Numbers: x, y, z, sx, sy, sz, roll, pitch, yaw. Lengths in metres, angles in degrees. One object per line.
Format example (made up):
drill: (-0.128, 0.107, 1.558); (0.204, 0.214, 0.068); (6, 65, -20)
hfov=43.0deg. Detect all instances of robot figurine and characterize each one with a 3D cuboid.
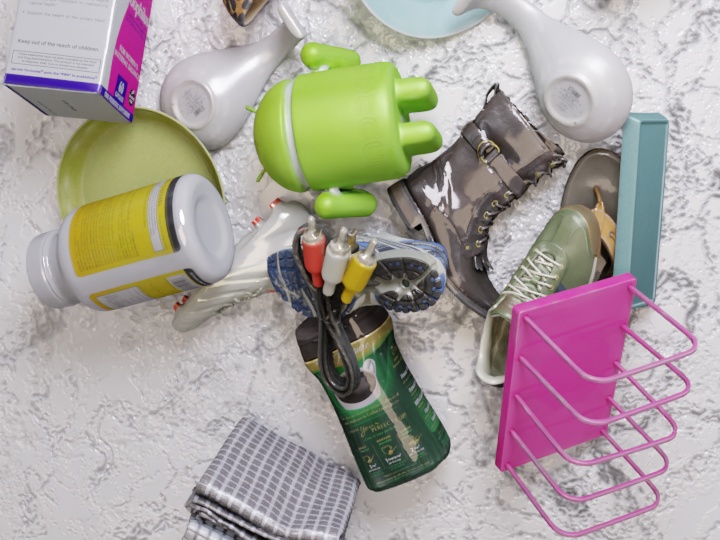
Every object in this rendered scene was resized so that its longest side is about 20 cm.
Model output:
robot figurine: (-0.019, -0.143, 0.920); (0.196, 0.116, 0.179); (-7, 88, 13)

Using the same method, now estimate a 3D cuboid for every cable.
cable: (-0.035, 0.036, 0.884); (0.096, 0.050, 0.203); (22, 122, 20)

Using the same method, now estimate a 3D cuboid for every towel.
towel: (-0.088, 0.243, 0.961); (0.164, 0.200, 0.086); (29, 102, 0)

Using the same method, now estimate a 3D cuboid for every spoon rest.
spoon rest: (0.183, -0.210, 0.897); (0.200, 0.061, 0.099); (45, 138, 3)
spoon rest: (-0.133, -0.205, 0.967); (0.199, 0.061, 0.100); (-32, 94, 25)

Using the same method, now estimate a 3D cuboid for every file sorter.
file sorter: (0.227, 0.133, 0.881); (0.137, 0.126, 0.203); (-13, 125, -20)

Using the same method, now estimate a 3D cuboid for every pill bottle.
pill bottle: (-0.238, -0.022, 0.940); (0.197, 0.112, 0.114); (-13, 98, 17)

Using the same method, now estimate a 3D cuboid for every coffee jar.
coffee jar: (0.012, 0.127, 0.985); (0.103, 0.085, 0.202); (-24, 97, 18)

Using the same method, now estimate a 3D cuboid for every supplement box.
supplement box: (-0.275, -0.263, 0.918); (0.101, 0.101, 0.204); (6, 84, 5)

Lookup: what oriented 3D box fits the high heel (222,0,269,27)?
high heel: (-0.046, -0.316, 0.899); (0.196, 0.071, 0.145); (-4, 75, 20)

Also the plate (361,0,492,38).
plate: (0.076, -0.329, 0.893); (0.197, 0.026, 0.203); (-9, 124, -14)

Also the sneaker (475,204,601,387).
sneaker: (0.172, 0.033, 0.910); (0.067, 0.089, 0.203); (33, 115, 30)

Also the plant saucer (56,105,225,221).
plant saucer: (-0.235, -0.079, 0.998); (0.196, 0.031, 0.204); (4, 107, 12)

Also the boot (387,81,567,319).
boot: (0.140, -0.067, 0.943); (0.173, 0.069, 0.201); (-36, 92, 12)

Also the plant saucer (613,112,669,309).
plant saucer: (0.286, -0.057, 0.929); (0.019, 0.069, 0.204); (13, 106, 46)

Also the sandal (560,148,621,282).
sandal: (0.231, -0.023, 0.946); (0.081, 0.055, 0.203); (21, 102, 3)

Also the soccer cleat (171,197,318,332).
soccer cleat: (-0.124, 0.008, 0.993); (0.200, 0.069, 0.078); (-43, 96, 9)

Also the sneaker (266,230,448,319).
sneaker: (0.000, 0.000, 0.931); (0.197, 0.085, 0.078); (4, 117, 23)
